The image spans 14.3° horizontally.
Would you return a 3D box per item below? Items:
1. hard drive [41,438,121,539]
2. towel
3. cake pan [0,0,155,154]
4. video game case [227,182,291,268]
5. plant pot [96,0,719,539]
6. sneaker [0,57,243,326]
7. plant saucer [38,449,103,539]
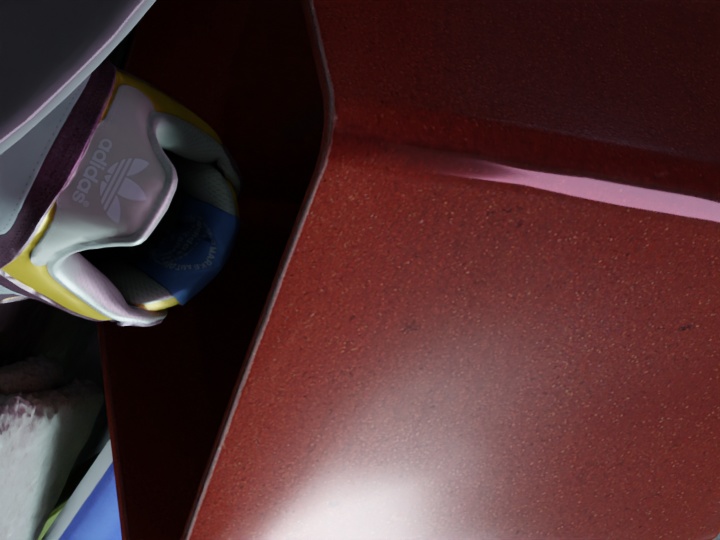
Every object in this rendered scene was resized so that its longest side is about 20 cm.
[{"bbox_3d":[-0.045,0.109,0.991,0.200,0.131,0.026,128,-26,-55],"label":"hard drive"},{"bbox_3d":[-0.141,0.093,0.902,0.133,0.034,0.200,-65,173,4],"label":"towel"},{"bbox_3d":[-0.086,-0.081,0.457,0.200,0.037,0.201,-38,154,-22],"label":"cake pan"},{"bbox_3d":[0.000,0.000,1.010,0.201,0.019,0.143,-59,143,-17],"label":"video game case"},{"bbox_3d":[0.033,-0.019,0.835,0.201,0.175,0.201,-103,-153,-46],"label":"plant pot"},{"bbox_3d":[-0.073,-0.016,0.765,0.075,0.090,0.200,-62,172,0],"label":"sneaker"},{"bbox_3d":[-0.054,0.108,1.122,0.201,0.199,0.031,109,-30,-47],"label":"plant saucer"}]
